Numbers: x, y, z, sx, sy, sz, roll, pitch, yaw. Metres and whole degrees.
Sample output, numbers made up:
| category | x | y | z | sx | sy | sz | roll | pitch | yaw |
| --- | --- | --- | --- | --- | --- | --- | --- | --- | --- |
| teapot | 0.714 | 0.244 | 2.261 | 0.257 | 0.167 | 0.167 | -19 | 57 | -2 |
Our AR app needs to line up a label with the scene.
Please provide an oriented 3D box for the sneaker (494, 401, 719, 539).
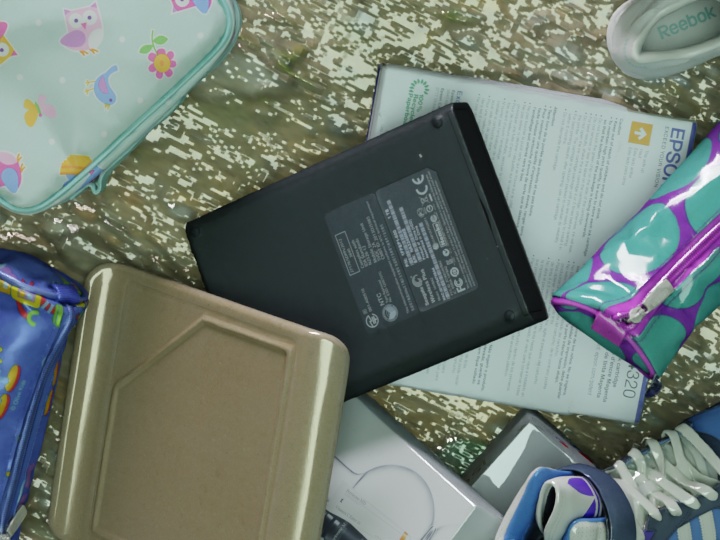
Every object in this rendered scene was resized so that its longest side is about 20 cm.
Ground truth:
| category | x | y | z | sx | sy | sz | roll | pitch | yaw |
| --- | --- | --- | --- | --- | --- | --- | --- | --- | --- |
| sneaker | 0.164 | 0.136 | 1.669 | 0.200 | 0.146 | 0.081 | -42 | 61 | 7 |

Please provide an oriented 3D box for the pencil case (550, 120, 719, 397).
| category | x | y | z | sx | sy | sz | roll | pitch | yaw |
| --- | --- | --- | --- | --- | --- | --- | --- | --- | --- |
| pencil case | 0.210 | -0.025 | 1.686 | 0.085 | 0.092 | 0.200 | 44 | 85 | -6 |

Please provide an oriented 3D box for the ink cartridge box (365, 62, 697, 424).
| category | x | y | z | sx | sy | sz | roll | pitch | yaw |
| --- | --- | --- | --- | --- | --- | --- | --- | --- | --- |
| ink cartridge box | 0.092 | -0.016 | 1.749 | 0.199 | 0.043 | 0.197 | 10 | 98 | -4 |

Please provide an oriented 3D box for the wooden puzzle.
| category | x | y | z | sx | sy | sz | roll | pitch | yaw |
| --- | --- | --- | --- | --- | --- | --- | --- | --- | --- |
| wooden puzzle | -0.098 | 0.105 | 1.732 | 0.200 | 0.037 | 0.186 | 17 | 103 | 34 |

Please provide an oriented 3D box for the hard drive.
| category | x | y | z | sx | sy | sz | roll | pitch | yaw |
| --- | --- | --- | --- | --- | --- | --- | --- | --- | --- |
| hard drive | 0.000 | 0.000 | 1.708 | 0.200 | 0.033 | 0.140 | -23 | 84 | 25 |

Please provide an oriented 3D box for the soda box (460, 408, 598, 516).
| category | x | y | z | sx | sy | sz | roll | pitch | yaw |
| --- | --- | --- | --- | --- | --- | --- | --- | --- | --- |
| soda box | 0.062 | 0.181 | 1.763 | 0.064 | 0.068 | 0.200 | 41 | 97 | -4 |

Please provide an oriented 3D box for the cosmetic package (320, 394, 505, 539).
| category | x | y | z | sx | sy | sz | roll | pitch | yaw |
| --- | --- | --- | --- | --- | --- | --- | --- | --- | --- |
| cosmetic package | -0.020 | 0.189 | 1.727 | 0.200 | 0.151 | 0.052 | -54 | 138 | 4 |

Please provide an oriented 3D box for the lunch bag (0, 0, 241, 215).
| category | x | y | z | sx | sy | sz | roll | pitch | yaw |
| --- | --- | --- | --- | --- | --- | --- | --- | --- | --- |
| lunch bag | -0.180 | -0.136 | 1.716 | 0.200 | 0.077 | 0.160 | -41 | 97 | 6 |

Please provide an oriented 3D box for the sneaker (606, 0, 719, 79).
| category | x | y | z | sx | sy | sz | roll | pitch | yaw |
| --- | --- | --- | --- | --- | --- | --- | --- | --- | --- |
| sneaker | 0.244 | -0.173 | 1.701 | 0.200 | 0.088 | 0.075 | -33 | 95 | 5 |

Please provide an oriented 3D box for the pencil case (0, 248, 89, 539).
| category | x | y | z | sx | sy | sz | roll | pitch | yaw |
| --- | --- | --- | --- | --- | --- | --- | --- | --- | --- |
| pencil case | -0.228 | 0.088 | 1.747 | 0.087 | 0.078 | 0.201 | 23 | 100 | 29 |
